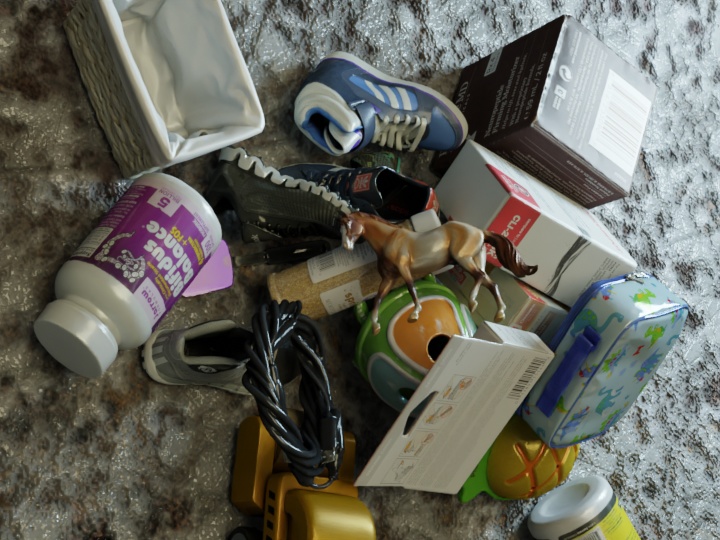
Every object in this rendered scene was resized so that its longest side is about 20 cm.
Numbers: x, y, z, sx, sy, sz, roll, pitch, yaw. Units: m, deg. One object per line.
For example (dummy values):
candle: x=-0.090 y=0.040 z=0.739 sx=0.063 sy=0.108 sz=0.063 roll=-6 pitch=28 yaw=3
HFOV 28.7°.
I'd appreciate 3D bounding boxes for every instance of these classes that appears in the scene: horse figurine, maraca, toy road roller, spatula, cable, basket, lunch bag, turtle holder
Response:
horse figurine: x=0.078 y=-0.006 z=1.444 sx=0.198 sy=0.050 sz=0.134 roll=-7 pitch=59 yaw=-1
maraca: x=0.180 y=0.209 z=1.646 sx=0.199 sy=0.107 sz=0.139 roll=-5 pitch=112 yaw=-41
toy road roller: x=-0.050 y=0.241 z=1.459 sx=0.122 sy=0.145 sz=0.202 roll=14 pitch=71 yaw=-32
spatula: x=-0.114 y=-0.014 z=1.551 sx=0.198 sy=0.020 sz=0.057 roll=-10 pitch=91 yaw=-37
cable: x=-0.073 y=0.112 z=1.419 sx=0.163 sy=0.050 sz=0.202 roll=47 pitch=30 yaw=-45
basket: x=-0.210 y=-0.206 z=1.468 sx=0.135 sy=0.123 sz=0.202 roll=-23 pitch=92 yaw=-36
lunch bag: x=0.263 y=0.098 z=1.554 sx=0.160 sy=0.201 sz=0.082 roll=-11 pitch=46 yaw=-48
turtle holder: x=0.067 y=0.108 z=1.568 sx=0.140 sy=0.187 sz=0.132 roll=-7 pitch=39 yaw=-34

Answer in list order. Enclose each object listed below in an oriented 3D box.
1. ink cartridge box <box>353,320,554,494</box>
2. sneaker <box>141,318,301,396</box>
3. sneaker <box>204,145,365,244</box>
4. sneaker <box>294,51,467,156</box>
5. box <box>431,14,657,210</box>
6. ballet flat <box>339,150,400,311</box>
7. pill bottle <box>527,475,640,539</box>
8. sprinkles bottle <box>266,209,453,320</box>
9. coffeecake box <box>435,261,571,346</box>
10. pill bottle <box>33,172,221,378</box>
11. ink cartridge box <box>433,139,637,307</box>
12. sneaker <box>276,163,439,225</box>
ink cartridge box: x=0.090 y=0.144 z=1.480 sx=0.175 sy=0.201 sz=0.045 roll=14 pitch=26 yaw=-46
sneaker: x=-0.118 y=0.088 z=1.467 sx=0.198 sy=0.115 sz=0.076 roll=1 pitch=78 yaw=-34
sneaker: x=-0.084 y=-0.059 z=1.516 sx=0.199 sy=0.067 sz=0.091 roll=26 pitch=77 yaw=18
sneaker: x=0.018 y=-0.159 z=1.607 sx=0.199 sy=0.081 sz=0.147 roll=27 pitch=44 yaw=-4
box: x=0.224 y=-0.174 z=1.716 sx=0.163 sy=0.199 sz=0.167 roll=32 pitch=62 yaw=-25
ballet flat: x=0.006 y=-0.041 z=1.625 sx=0.074 sy=0.074 sz=0.202 roll=15 pitch=69 yaw=-31
pill bottle: x=0.293 y=0.359 z=1.692 sx=0.112 sy=0.112 sz=0.201 roll=-36 pitch=100 yaw=-35
sprinkles bottle: x=0.000 y=0.000 z=1.524 sx=0.198 sy=0.068 sz=0.069 roll=-21 pitch=91 yaw=4
coffeecake box: x=0.200 y=0.037 z=1.655 sx=0.199 sy=0.073 sz=0.154 roll=19 pitch=23 yaw=-42
pill bottle: x=-0.234 y=0.006 z=1.408 sx=0.112 sy=0.112 sz=0.201 roll=45 pitch=58 yaw=-18
ink cartridge box: x=0.196 y=-0.046 z=1.596 sx=0.199 sy=0.145 sz=0.084 roll=26 pitch=109 yaw=-28
sneaker: x=-0.008 y=-0.089 z=1.561 sx=0.198 sy=0.085 sz=0.076 roll=7 pitch=74 yaw=1
